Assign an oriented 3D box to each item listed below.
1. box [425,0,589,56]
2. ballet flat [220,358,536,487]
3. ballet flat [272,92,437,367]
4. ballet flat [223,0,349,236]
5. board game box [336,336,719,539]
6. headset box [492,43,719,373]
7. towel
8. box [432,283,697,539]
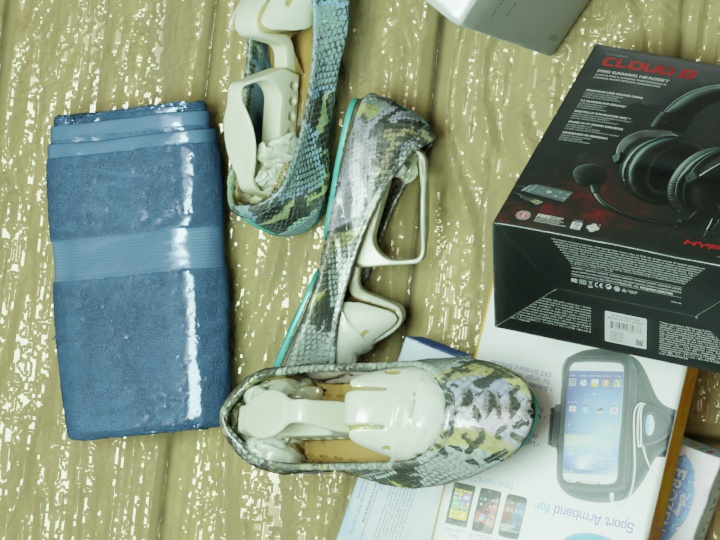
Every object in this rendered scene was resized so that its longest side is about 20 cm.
[{"bbox_3d":[0.088,-0.240,1.519,0.131,0.200,0.199,38,101,16],"label":"box"},{"bbox_3d":[0.000,0.082,1.515,0.200,0.072,0.072,-5,87,40],"label":"ballet flat"},{"bbox_3d":[0.000,0.000,1.615,0.072,0.072,0.201,19,96,19],"label":"ballet flat"},{"bbox_3d":[-0.047,-0.121,1.627,0.074,0.074,0.201,1,88,19],"label":"ballet flat"},{"bbox_3d":[0.087,0.165,1.592,0.199,0.043,0.201,21,95,19],"label":"board game box"},{"bbox_3d":[0.173,-0.041,1.501,0.148,0.200,0.077,12,131,19],"label":"headset box"},{"bbox_3d":[-0.131,0.000,1.670,0.111,0.049,0.201,-4,87,19],"label":"towel"},{"bbox_3d":[0.115,0.094,1.532,0.119,0.041,0.201,12,85,18],"label":"box"}]
